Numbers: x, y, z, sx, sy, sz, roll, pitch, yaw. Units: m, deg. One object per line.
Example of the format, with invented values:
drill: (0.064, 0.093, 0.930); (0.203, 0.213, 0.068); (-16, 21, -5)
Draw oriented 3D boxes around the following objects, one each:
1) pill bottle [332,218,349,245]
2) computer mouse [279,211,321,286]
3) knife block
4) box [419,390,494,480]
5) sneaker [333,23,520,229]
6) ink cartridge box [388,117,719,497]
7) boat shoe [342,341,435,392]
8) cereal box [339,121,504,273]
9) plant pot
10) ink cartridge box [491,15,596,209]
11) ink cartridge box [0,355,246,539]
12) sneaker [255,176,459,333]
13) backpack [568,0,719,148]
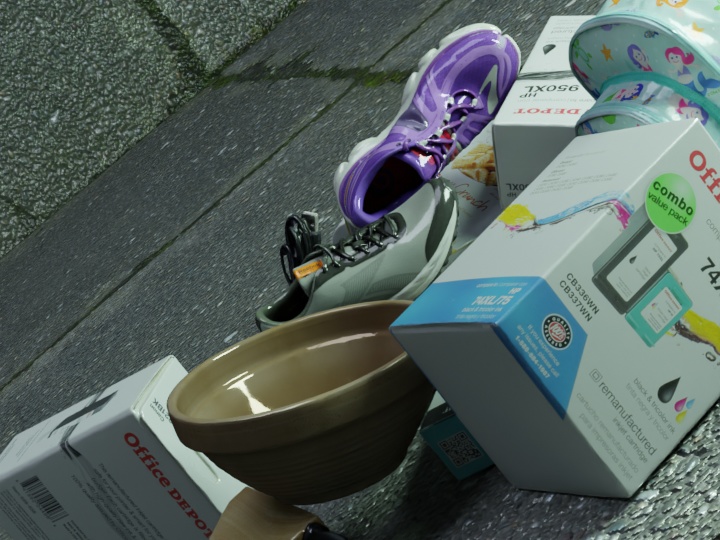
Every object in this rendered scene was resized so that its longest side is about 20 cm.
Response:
pill bottle: (0.061, -0.071, 1.886); (0.112, 0.112, 0.200); (-19, 24, 50)
computer mouse: (-0.016, 0.034, 1.799); (0.053, 0.139, 0.200); (-3, 15, -20)
knife block: (-0.036, 0.200, 1.427); (0.175, 0.064, 0.200); (-29, 18, 28)
box: (0.110, 0.064, 1.510); (0.082, 0.049, 0.200); (-29, 18, 30)
sneaker: (0.061, -0.108, 1.683); (0.200, 0.081, 0.083); (-52, 19, 10)
ink cartridge box: (0.156, 0.023, 1.342); (0.200, 0.147, 0.146); (-45, 16, -21)
boat shoe: (0.046, 0.067, 1.625); (0.072, 0.065, 0.200); (-42, -6, 22)
cereal box: (0.102, -0.063, 1.753); (0.200, 0.040, 0.144); (-31, 35, -16)
plant pot: (-0.027, 0.101, 1.455); (0.200, 0.093, 0.201); (-18, 15, 5)
ink cartridge box: (0.202, -0.129, 1.688); (0.144, 0.084, 0.200); (2, 33, 20)
ink cartridge box: (-0.190, 0.176, 1.689); (0.200, 0.144, 0.084); (-27, 19, 35)
sneaker: (0.000, 0.000, 1.644); (0.200, 0.079, 0.074); (-45, 29, 10)
backpack: (0.240, -0.120, 1.460); (0.151, 0.200, 0.177); (-43, 17, -17)
